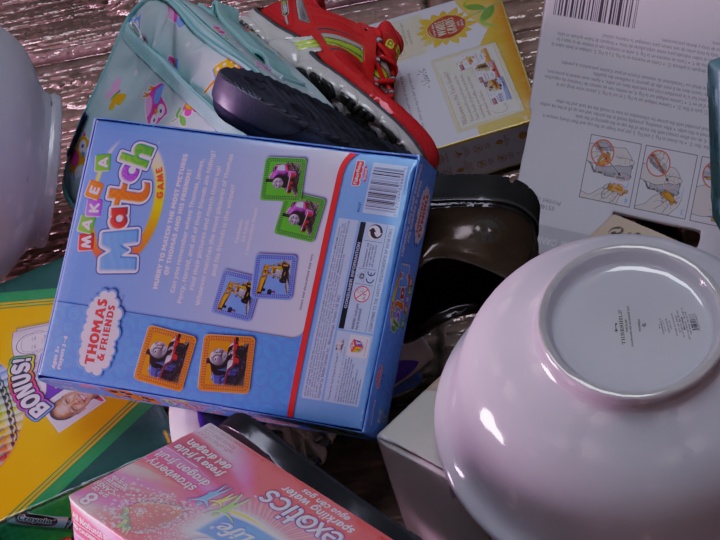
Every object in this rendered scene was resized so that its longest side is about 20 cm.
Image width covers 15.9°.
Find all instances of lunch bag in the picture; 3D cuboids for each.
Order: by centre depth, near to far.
[{"bbox_3d":[-0.101,-0.078,1.590,0.077,0.161,0.200,12,19,-38],"label":"lunch bag"}]

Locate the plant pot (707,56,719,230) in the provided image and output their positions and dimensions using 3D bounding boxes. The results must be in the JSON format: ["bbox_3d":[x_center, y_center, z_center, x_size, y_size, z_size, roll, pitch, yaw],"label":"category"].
[{"bbox_3d":[0.290,-0.072,1.397,0.198,0.143,0.141,-2,8,4],"label":"plant pot"}]

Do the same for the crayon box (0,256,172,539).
[{"bbox_3d":[-0.180,0.083,1.517,0.118,0.059,0.200,-23,41,-7],"label":"crayon box"}]

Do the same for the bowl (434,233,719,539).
[{"bbox_3d":[0.134,0.051,1.292,0.199,0.091,0.202,-2,52,3],"label":"bowl"}]

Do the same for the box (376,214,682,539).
[{"bbox_3d":[0.109,0.072,1.401,0.077,0.095,0.200,26,55,39],"label":"box"}]

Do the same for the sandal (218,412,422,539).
[{"bbox_3d":[-0.006,0.151,1.339,0.199,0.075,0.045,35,61,17],"label":"sandal"}]

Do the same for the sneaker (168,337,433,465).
[{"bbox_3d":[-0.028,0.076,1.453,0.145,0.081,0.201,-19,35,5],"label":"sneaker"}]

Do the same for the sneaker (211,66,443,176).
[{"bbox_3d":[-0.018,-0.044,1.489,0.082,0.199,0.070,-53,32,12],"label":"sneaker"}]

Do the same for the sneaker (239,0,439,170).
[{"bbox_3d":[-0.003,-0.122,1.613,0.085,0.077,0.200,-28,46,-19],"label":"sneaker"}]

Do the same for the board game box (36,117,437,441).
[{"bbox_3d":[-0.068,0.003,1.408,0.198,0.037,0.153,8,80,22],"label":"board game box"}]

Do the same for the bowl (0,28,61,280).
[{"bbox_3d":[-0.237,-0.067,1.618,0.090,0.202,0.202,6,40,-11],"label":"bowl"}]

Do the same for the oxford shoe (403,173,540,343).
[{"bbox_3d":[0.000,0.000,1.432,0.198,0.073,0.085,-8,50,13],"label":"oxford shoe"}]

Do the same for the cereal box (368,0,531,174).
[{"bbox_3d":[0.011,-0.102,1.669,0.198,0.040,0.144,-16,43,3],"label":"cereal box"}]

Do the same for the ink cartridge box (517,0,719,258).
[{"bbox_3d":[0.192,-0.081,1.531,0.199,0.178,0.045,14,8,31],"label":"ink cartridge box"}]

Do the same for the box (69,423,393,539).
[{"bbox_3d":[-0.044,0.170,1.249,0.094,0.103,0.199,-26,38,-33],"label":"box"}]
